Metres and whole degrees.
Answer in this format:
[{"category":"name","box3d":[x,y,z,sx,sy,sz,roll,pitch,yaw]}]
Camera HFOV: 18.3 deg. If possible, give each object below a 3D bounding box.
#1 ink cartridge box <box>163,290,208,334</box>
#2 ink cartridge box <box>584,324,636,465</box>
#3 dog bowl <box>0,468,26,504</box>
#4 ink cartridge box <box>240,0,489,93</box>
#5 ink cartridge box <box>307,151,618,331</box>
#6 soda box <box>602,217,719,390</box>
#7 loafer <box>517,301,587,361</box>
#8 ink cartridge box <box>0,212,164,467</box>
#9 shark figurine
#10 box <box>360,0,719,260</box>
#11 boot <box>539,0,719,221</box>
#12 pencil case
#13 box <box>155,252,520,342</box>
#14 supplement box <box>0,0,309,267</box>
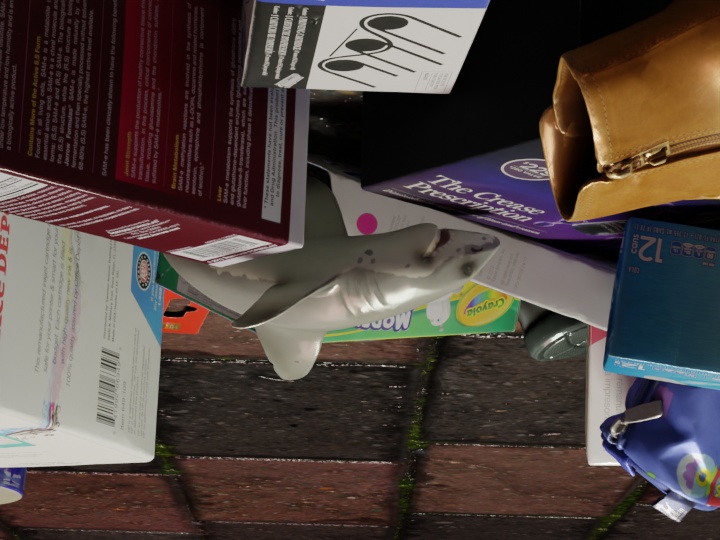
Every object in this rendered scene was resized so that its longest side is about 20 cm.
[{"category":"ink cartridge box","box3d":[-0.207,0.040,1.561,0.199,0.057,0.163,9,165,-9]},{"category":"ink cartridge box","box3d":[0.225,0.031,1.234,0.199,0.145,0.084,1,-170,4]},{"category":"dog bowl","box3d":[-0.397,0.159,1.998,0.199,0.079,0.200,1,166,0]},{"category":"ink cartridge box","box3d":[0.003,-0.121,0.885,0.094,0.044,0.200,1,166,-5]},{"category":"ink cartridge box","box3d":[0.054,-0.016,1.150,0.200,0.037,0.095,23,-173,14]},{"category":"soda box","box3d":[0.216,0.028,1.037,0.199,0.068,0.064,9,172,6]},{"category":"loafer","box3d":[0.162,0.012,1.400,0.072,0.063,0.200,-38,160,32]},{"category":"ink cartridge box","box3d":[-0.226,0.027,1.299,0.146,0.147,0.200,-4,164,25]},{"category":"shark figurine","box3d":[-0.050,0.006,1.084,0.214,0.128,0.090,20,135,38]},{"category":"box","box3d":[0.119,-0.065,1.041,0.200,0.079,0.141,13,159,-40]},{"category":"boot","box3d":[0.149,-0.050,0.933,0.144,0.071,0.201,-24,142,-3]},{"category":"pencil case","box3d":[0.192,0.027,1.150,0.087,0.200,0.078,17,-165,-40]},{"category":"box","box3d":[0.000,0.000,1.236,0.200,0.049,0.117,-4,-161,-40]},{"category":"supplement box","box3d":[-0.113,-0.075,0.955,0.200,0.109,0.061,16,161,-42]}]
